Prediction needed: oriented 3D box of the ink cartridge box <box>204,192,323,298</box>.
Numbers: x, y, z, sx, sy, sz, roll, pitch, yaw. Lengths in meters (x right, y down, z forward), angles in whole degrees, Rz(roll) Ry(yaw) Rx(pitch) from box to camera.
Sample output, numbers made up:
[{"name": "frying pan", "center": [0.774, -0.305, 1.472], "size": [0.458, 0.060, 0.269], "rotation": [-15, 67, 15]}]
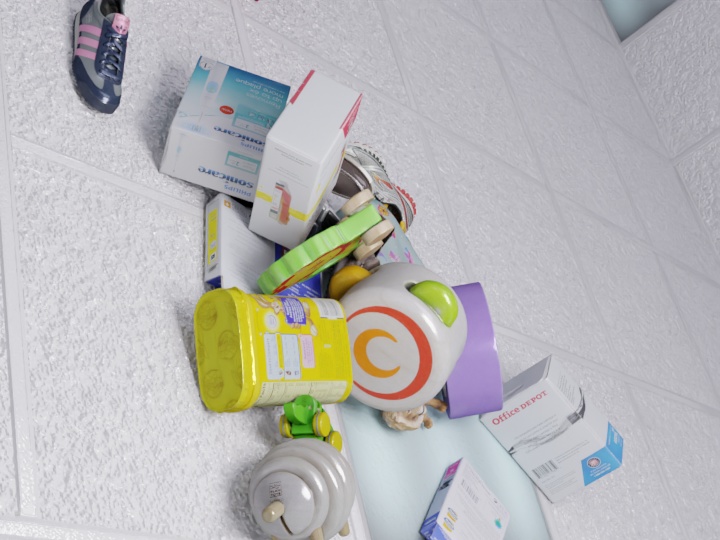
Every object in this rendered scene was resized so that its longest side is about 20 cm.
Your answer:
[{"name": "ink cartridge box", "center": [-0.132, 0.015, 1.572], "size": [0.197, 0.047, 0.202], "rotation": [33, 38, -35]}]

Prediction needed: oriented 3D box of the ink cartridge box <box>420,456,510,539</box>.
[{"name": "ink cartridge box", "center": [0.150, 0.371, 1.617], "size": [0.120, 0.042, 0.200], "rotation": [51, 27, -7]}]

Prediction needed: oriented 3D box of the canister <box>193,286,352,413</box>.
[{"name": "canister", "center": [-0.106, 0.103, 1.431], "size": [0.199, 0.086, 0.150], "rotation": [6, 73, -47]}]

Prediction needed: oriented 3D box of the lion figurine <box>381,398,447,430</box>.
[{"name": "lion figurine", "center": [0.063, 0.164, 1.686], "size": [0.122, 0.073, 0.201], "rotation": [24, 30, -36]}]

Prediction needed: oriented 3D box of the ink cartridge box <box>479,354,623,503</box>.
[{"name": "ink cartridge box", "center": [0.317, 0.262, 1.862], "size": [0.200, 0.145, 0.084], "rotation": [49, 29, -10]}]

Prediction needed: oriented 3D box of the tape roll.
[{"name": "tape roll", "center": [0.159, 0.123, 1.732], "size": [0.200, 0.084, 0.202], "rotation": [-10, 90, -89]}]

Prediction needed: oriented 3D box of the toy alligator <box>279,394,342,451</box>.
[{"name": "toy alligator", "center": [-0.050, 0.214, 1.425], "size": [0.201, 0.059, 0.055], "rotation": [62, 31, -41]}]

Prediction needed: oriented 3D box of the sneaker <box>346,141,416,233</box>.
[{"name": "sneaker", "center": [0.021, -0.138, 1.911], "size": [0.200, 0.078, 0.082], "rotation": [43, 33, -18]}]

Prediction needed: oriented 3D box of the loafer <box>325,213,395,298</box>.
[{"name": "loafer", "center": [0.000, 0.000, 1.662], "size": [0.070, 0.073, 0.202], "rotation": [18, 75, 7]}]

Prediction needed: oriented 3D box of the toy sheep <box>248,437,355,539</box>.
[{"name": "toy sheep", "center": [-0.069, 0.265, 1.322], "size": [0.139, 0.137, 0.200], "rotation": [57, 12, 4]}]

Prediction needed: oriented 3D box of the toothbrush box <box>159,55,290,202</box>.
[{"name": "toothbrush box", "center": [-0.191, -0.204, 1.613], "size": [0.145, 0.086, 0.201], "rotation": [18, 40, -6]}]

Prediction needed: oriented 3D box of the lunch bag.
[{"name": "lunch bag", "center": [0.019, -0.016, 1.786], "size": [0.201, 0.077, 0.160], "rotation": [59, 31, 8]}]

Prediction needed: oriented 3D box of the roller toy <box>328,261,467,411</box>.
[{"name": "roller toy", "center": [0.049, 0.088, 1.560], "size": [0.140, 0.198, 0.185], "rotation": [-47, 135, -61]}]

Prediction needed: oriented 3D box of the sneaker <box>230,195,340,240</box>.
[{"name": "sneaker", "center": [-0.101, -0.115, 1.694], "size": [0.199, 0.075, 0.116], "rotation": [32, 28, -11]}]

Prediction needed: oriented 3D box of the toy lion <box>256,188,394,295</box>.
[{"name": "toy lion", "center": [-0.054, -0.023, 1.530], "size": [0.069, 0.191, 0.200], "rotation": [56, -9, 4]}]

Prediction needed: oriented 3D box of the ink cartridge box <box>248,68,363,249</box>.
[{"name": "ink cartridge box", "center": [-0.076, -0.146, 1.530], "size": [0.083, 0.201, 0.146], "rotation": [25, 54, 3]}]

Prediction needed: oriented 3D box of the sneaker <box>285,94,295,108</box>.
[{"name": "sneaker", "center": [-0.064, -0.200, 1.646], "size": [0.075, 0.200, 0.088], "rotation": [-28, 75, -19]}]

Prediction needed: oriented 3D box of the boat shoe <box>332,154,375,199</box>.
[{"name": "boat shoe", "center": [-0.071, -0.163, 1.769], "size": [0.199, 0.072, 0.060], "rotation": [34, 45, 10]}]

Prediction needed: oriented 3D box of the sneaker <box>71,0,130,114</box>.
[{"name": "sneaker", "center": [-0.349, -0.308, 1.544], "size": [0.070, 0.082, 0.202], "rotation": [21, 43, -44]}]
